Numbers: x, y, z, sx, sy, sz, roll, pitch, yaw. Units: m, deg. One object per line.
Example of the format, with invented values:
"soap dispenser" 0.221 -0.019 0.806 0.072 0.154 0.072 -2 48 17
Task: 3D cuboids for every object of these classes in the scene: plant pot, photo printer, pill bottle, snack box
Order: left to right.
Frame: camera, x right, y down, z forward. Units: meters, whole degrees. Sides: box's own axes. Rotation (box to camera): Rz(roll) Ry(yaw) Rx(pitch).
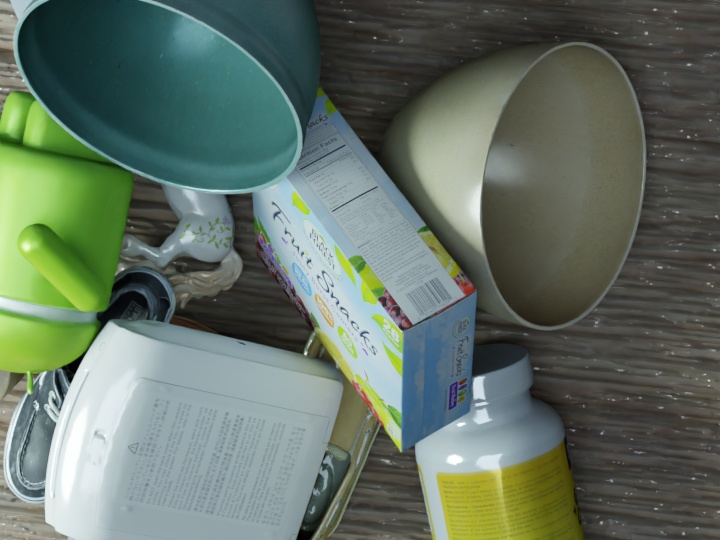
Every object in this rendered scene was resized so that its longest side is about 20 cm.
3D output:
"photo printer" -0.124 0.124 1.713 0.200 0.069 0.166 14 97 -35
"plant pot" -0.110 -0.164 1.586 0.200 0.134 0.200 16 149 10
"snack box" 0.000 0.000 1.678 0.068 0.169 0.200 -29 63 -17
"plant pot" 0.090 -0.066 1.700 0.134 0.200 0.200 10 108 38
"pill bottle" 0.102 0.161 1.780 0.112 0.112 0.200 -9 104 8

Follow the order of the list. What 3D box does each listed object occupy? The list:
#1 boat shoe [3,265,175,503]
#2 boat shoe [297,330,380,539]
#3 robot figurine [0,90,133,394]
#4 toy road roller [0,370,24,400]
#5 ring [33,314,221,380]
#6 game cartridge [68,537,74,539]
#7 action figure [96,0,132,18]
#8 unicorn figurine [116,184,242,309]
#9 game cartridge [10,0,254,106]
"boat shoe" -0.200 0.088 1.746 0.072 0.068 0.200 35 103 -2
"boat shoe" -0.019 0.119 1.800 0.072 0.076 0.200 11 105 2
"robot figurine" -0.224 -0.020 1.676 0.116 0.175 0.200 10 96 -35
"toy road roller" -0.319 -0.001 1.776 0.200 0.123 0.146 32 101 -2
"ring" -0.160 0.126 1.846 0.200 0.019 0.201 1 104 4
"game cartridge" -0.153 0.171 1.822 0.133 0.040 0.200 2 105 1
"action figure" -0.217 -0.259 1.682 0.119 0.102 0.200 -23 76 35
"unicorn figurine" -0.132 -0.073 1.770 0.137 0.074 0.200 -12 112 -2
"game cartridge" -0.162 -0.175 1.722 0.133 0.040 0.200 -46 68 11
